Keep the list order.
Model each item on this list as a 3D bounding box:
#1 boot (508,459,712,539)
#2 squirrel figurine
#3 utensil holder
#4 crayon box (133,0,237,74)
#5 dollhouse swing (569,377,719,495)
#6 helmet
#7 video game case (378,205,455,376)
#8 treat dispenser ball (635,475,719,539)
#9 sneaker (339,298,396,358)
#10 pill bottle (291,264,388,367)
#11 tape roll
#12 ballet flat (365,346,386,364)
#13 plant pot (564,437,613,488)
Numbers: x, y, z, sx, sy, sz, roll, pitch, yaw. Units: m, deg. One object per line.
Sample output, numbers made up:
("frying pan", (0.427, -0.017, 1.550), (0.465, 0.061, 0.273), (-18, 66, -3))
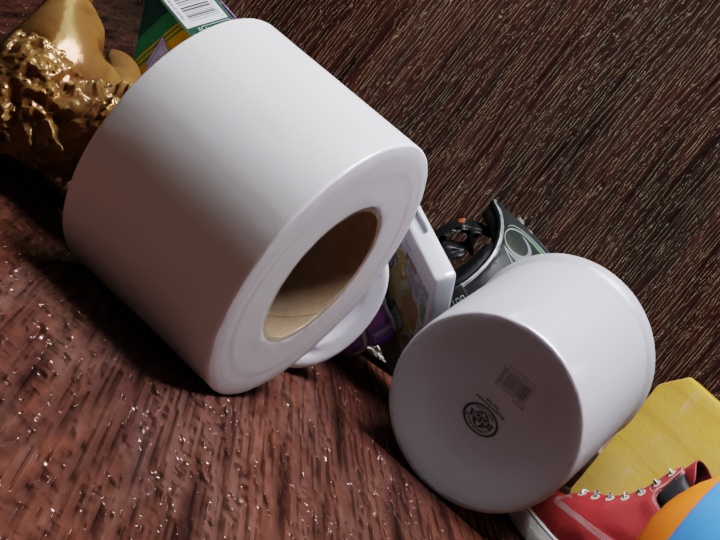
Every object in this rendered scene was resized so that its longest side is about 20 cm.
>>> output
("boot", (0.207, 0.189, 1.144), (0.072, 0.145, 0.200), (30, 10, -40))
("squirrel figurine", (-0.191, -0.095, 1.016), (0.187, 0.141, 0.200), (49, 5, -17))
("utensil holder", (0.131, 0.088, 1.135), (0.170, 0.170, 0.200), (40, 25, 12))
("crayon box", (-0.130, -0.134, 1.272), (0.058, 0.173, 0.200), (-24, 64, -34))
("dollhouse swing", (0.311, 0.225, 1.216), (0.181, 0.200, 0.176), (36, 7, -22))
("helmet", (0.140, 0.040, 1.562), (0.191, 0.200, 0.200), (52, -1, -30))
("video game case", (0.028, -0.002, 1.249), (0.201, 0.023, 0.183), (96, -26, -52))
("treat dispenser ball", (0.270, 0.235, 0.940), (0.200, 0.201, 0.201), (38, 7, -6))
("sneaker", (0.000, 0.000, 1.216), (0.114, 0.072, 0.201), (48, -31, 20))
("pill bottle", (-0.081, -0.027, 1.123), (0.200, 0.120, 0.119), (44, 9, 35))
("tape roll", (-0.072, -0.040, 0.914), (0.139, 0.203, 0.203), (41, 7, 19))
("ballet flat", (0.070, 0.089, 1.393), (0.200, 0.072, 0.072), (37, 7, -25))
("plant pot", (0.185, 0.140, 1.412), (0.202, 0.092, 0.201), (58, 14, -24))
